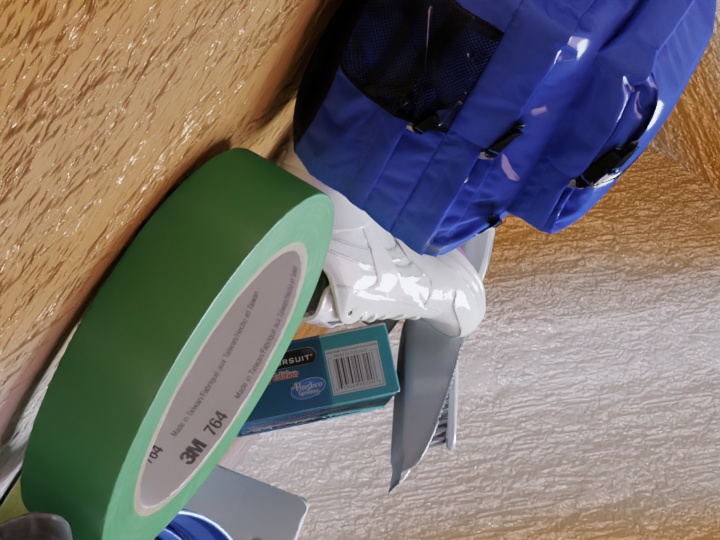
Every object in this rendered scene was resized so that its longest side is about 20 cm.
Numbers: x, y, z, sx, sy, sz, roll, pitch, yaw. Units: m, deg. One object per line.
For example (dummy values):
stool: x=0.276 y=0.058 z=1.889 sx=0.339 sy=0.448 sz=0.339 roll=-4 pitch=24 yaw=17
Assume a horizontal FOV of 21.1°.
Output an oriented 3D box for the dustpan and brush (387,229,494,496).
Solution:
dustpan and brush: x=0.055 y=0.048 z=1.282 sx=0.140 sy=0.057 sz=0.200 roll=103 pitch=-9 yaw=-80

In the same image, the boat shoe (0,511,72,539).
boat shoe: x=-0.169 y=0.160 z=0.881 sx=0.200 sy=0.072 sz=0.071 roll=-33 pitch=-128 yaw=49

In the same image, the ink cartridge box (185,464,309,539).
ink cartridge box: x=-0.111 y=0.246 z=1.273 sx=0.144 sy=0.084 sz=0.200 roll=-66 pitch=177 yaw=-49

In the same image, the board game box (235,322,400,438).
board game box: x=-0.057 y=0.079 z=1.287 sx=0.151 sy=0.047 sz=0.200 roll=-11 pitch=174 yaw=-4

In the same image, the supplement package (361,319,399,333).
supplement package: x=0.043 y=-0.086 z=1.306 sx=0.156 sy=0.111 sz=0.200 roll=-57 pitch=178 yaw=43

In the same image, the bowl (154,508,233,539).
bowl: x=-0.127 y=0.223 z=1.025 sx=0.201 sy=0.039 sz=0.201 roll=-15 pitch=109 yaw=-54

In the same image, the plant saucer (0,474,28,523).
plant saucer: x=-0.146 y=0.101 z=1.058 sx=0.200 sy=0.031 sz=0.200 roll=-56 pitch=178 yaw=-3

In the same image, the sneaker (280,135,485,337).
sneaker: x=0.000 y=0.000 z=1.164 sx=0.200 sy=0.075 sz=0.100 roll=40 pitch=75 yaw=-43

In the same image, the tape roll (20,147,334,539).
tape roll: x=-0.083 y=0.040 z=0.913 sx=0.201 sy=0.048 sz=0.200 roll=-56 pitch=168 yaw=-18

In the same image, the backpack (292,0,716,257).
backpack: x=0.064 y=-0.098 z=0.968 sx=0.163 sy=0.168 sz=0.200 roll=-44 pitch=174 yaw=-44
